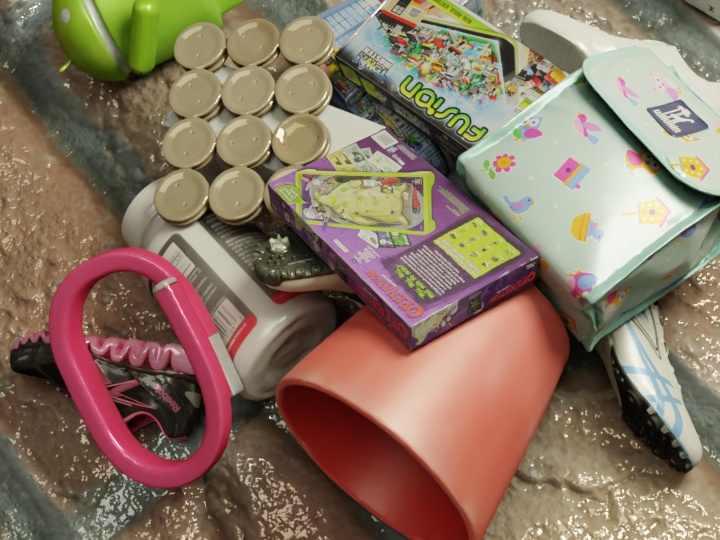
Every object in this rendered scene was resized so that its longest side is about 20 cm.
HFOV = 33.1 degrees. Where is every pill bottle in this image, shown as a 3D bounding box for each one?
[{"bbox_3d":[-0.121,0.008,1.059,0.111,0.111,0.200,-42,65,-8],"label":"pill bottle"}]

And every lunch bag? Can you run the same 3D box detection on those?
[{"bbox_3d":[0.202,-0.068,0.942,0.199,0.122,0.171,-36,62,-5],"label":"lunch bag"}]

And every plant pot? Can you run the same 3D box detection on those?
[{"bbox_3d":[0.059,0.090,0.948,0.199,0.201,0.178,30,65,23],"label":"plant pot"}]

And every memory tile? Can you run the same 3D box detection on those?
[{"bbox_3d":[-0.097,-0.130,1.046,0.151,0.017,0.203,-2,65,12],"label":"memory tile"}]

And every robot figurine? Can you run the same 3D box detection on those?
[{"bbox_3d":[-0.216,-0.263,1.198,0.198,0.116,0.177,-26,47,2],"label":"robot figurine"}]

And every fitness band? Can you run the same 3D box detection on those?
[{"bbox_3d":[-0.179,0.081,0.996,0.142,0.037,0.202,-27,90,24],"label":"fitness band"}]

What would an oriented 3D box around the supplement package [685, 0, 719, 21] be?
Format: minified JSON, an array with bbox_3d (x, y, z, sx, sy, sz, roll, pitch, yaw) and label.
[{"bbox_3d":[0.348,-0.353,1.110,0.117,0.118,0.200,37,79,24],"label":"supplement package"}]

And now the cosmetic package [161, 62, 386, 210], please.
[{"bbox_3d":[-0.065,-0.103,1.097,0.198,0.113,0.082,24,73,24],"label":"cosmetic package"}]

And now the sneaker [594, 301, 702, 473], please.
[{"bbox_3d":[0.226,0.066,0.979,0.072,0.072,0.202,-23,66,-7],"label":"sneaker"}]

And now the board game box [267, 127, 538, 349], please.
[{"bbox_3d":[0.028,-0.031,0.930,0.119,0.033,0.200,-23,46,-24],"label":"board game box"}]

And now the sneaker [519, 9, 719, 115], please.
[{"bbox_3d":[0.239,-0.184,1.091,0.199,0.076,0.089,34,65,11],"label":"sneaker"}]

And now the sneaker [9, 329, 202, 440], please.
[{"bbox_3d":[-0.226,0.106,1.068,0.197,0.079,0.097,6,84,18],"label":"sneaker"}]

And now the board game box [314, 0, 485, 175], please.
[{"bbox_3d":[0.065,-0.209,1.141,0.199,0.062,0.200,-40,64,-6],"label":"board game box"}]

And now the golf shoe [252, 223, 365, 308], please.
[{"bbox_3d":[0.000,0.000,1.000,0.198,0.089,0.077,-12,35,-34],"label":"golf shoe"}]

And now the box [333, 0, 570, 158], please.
[{"bbox_3d":[0.084,-0.169,1.065,0.199,0.035,0.110,38,79,24],"label":"box"}]
